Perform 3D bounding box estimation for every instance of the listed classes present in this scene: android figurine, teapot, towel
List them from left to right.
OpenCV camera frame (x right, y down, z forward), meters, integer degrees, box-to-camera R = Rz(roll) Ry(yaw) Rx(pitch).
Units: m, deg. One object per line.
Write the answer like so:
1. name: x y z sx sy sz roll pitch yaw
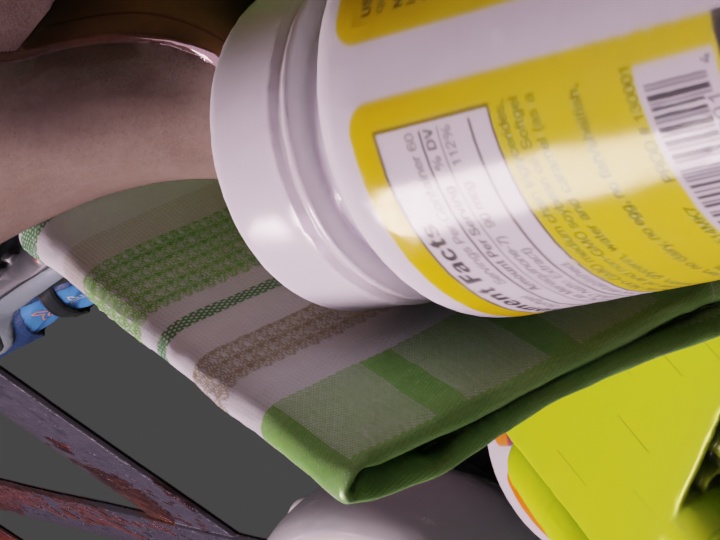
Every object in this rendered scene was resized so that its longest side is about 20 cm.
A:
1. towel: 0.000 0.000 0.717 0.200 0.148 0.031 35 143 49
2. teapot: 0.048 0.181 1.279 0.200 0.146 0.197 48 132 5
3. android figurine: 0.087 0.016 0.748 0.041 0.183 0.200 -5 -142 -31

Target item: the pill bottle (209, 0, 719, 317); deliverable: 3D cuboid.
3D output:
1. pill bottle: 0.061 -0.050 0.596 0.199 0.115 0.114 -11 141 44

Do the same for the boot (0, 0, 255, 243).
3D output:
1. boot: -0.099 -0.037 0.680 0.200 0.146 0.070 38 -162 -38

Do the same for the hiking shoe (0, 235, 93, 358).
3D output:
1. hiking shoe: -0.100 -0.006 0.864 0.086 0.075 0.200 17 148 -27

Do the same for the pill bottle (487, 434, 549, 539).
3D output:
1. pill bottle: 0.136 0.048 0.825 0.113 0.114 0.200 32 162 -19
